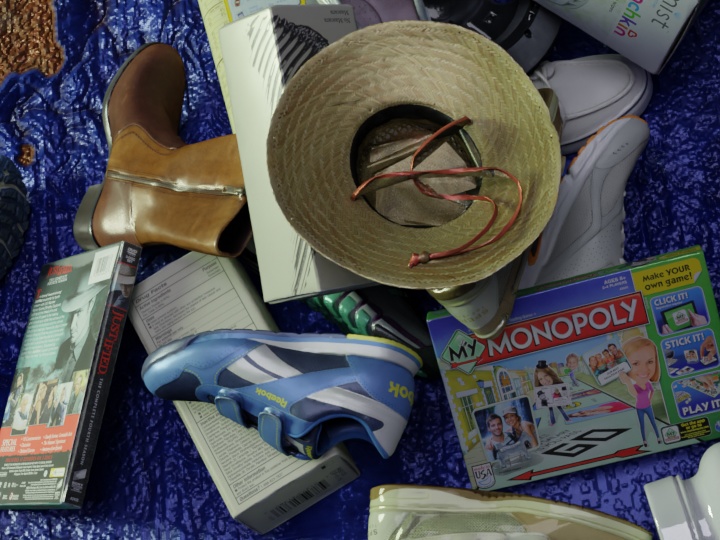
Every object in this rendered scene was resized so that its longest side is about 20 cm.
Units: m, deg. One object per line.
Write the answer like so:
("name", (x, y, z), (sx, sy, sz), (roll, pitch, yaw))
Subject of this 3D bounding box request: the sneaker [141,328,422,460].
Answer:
("sneaker", (-0.059, 0.088, 1.108), (0.200, 0.074, 0.082), (1, 72, 12))

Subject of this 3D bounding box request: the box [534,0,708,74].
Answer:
("box", (0.204, -0.275, 1.192), (0.176, 0.097, 0.200), (33, 59, 8))

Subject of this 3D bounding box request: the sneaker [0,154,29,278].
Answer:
("sneaker", (-0.340, -0.007, 1.292), (0.085, 0.077, 0.200), (14, 75, 22))

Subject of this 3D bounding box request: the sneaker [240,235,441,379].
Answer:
("sneaker", (0.000, 0.000, 1.209), (0.200, 0.074, 0.088), (33, 77, 22))

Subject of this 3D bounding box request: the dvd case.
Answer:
("dvd case", (-0.228, 0.082, 1.215), (0.146, 0.022, 0.200), (-13, 62, 53))

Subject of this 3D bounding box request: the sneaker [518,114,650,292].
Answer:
("sneaker", (0.171, -0.016, 1.177), (0.092, 0.076, 0.200), (30, 93, 9))

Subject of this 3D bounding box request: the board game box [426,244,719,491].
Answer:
("board game box", (0.160, 0.072, 1.136), (0.200, 0.029, 0.135), (-15, 100, 8))

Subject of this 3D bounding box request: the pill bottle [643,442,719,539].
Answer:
("pill bottle", (0.297, 0.156, 1.060), (0.200, 0.113, 0.113), (-18, 68, 7))

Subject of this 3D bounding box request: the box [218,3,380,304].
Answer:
("box", (-0.036, -0.082, 1.120), (0.068, 0.082, 0.200), (-12, 89, 49))

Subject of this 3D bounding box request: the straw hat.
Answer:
("straw hat", (0.038, -0.061, 1.073), (0.201, 0.085, 0.201), (-2, 68, 6))

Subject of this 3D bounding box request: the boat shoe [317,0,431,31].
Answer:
("boat shoe", (0.009, -0.202, 1.158), (0.074, 0.065, 0.202), (-19, 67, -8))

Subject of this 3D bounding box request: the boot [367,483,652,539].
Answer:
("boot", (0.097, 0.233, 1.106), (0.200, 0.072, 0.155), (5, 76, 10))

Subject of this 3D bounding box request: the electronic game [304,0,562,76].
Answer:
("electronic game", (0.057, -0.212, 1.221), (0.200, 0.042, 0.200), (0, 66, 1))

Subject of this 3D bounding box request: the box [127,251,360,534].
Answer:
("box", (-0.091, 0.085, 1.197), (0.095, 0.078, 0.200), (-30, 67, 2))

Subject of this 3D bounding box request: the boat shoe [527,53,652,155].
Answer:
("boat shoe", (0.125, -0.128, 1.225), (0.200, 0.066, 0.072), (-11, 69, 9))

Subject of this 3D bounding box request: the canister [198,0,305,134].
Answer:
("canister", (-0.053, -0.191, 1.279), (0.148, 0.087, 0.200), (-18, 70, 5))

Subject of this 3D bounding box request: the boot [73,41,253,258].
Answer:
("boot", (-0.133, -0.099, 1.219), (0.200, 0.068, 0.189), (-2, 60, 50))

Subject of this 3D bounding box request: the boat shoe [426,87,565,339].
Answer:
("boat shoe", (0.104, -0.045, 1.135), (0.073, 0.063, 0.201), (-15, 41, 39))
